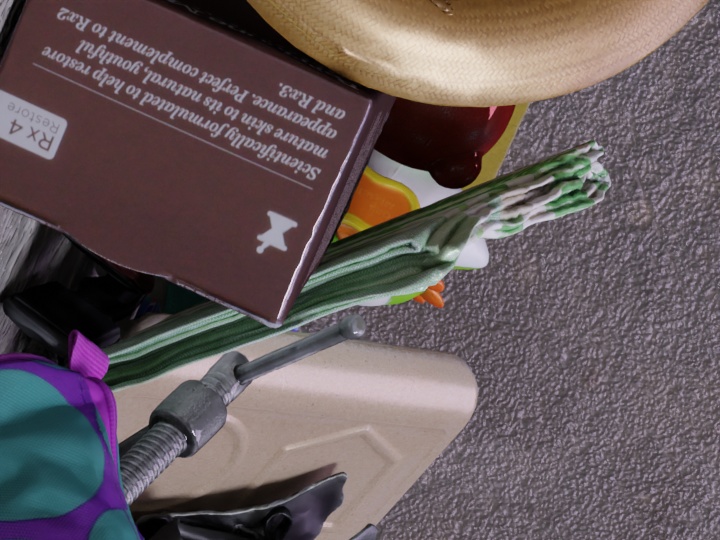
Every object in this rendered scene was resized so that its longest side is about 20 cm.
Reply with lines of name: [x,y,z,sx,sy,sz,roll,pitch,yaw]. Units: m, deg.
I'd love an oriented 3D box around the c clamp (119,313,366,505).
c clamp: [-0.106,0.090,0.835,0.200,0.027,0.171,-44,-170,-38]

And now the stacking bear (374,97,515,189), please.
stacking bear: [0.057,-0.131,0.991,0.201,0.121,0.114,-61,-172,-11]

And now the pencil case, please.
pencil case: [-0.072,0.117,0.692,0.092,0.200,0.085,-36,150,3]

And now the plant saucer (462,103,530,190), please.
plant saucer: [0.032,-0.168,1.241,0.201,0.048,0.200,64,-32,32]

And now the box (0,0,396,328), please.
box: [-0.047,-0.047,0.749,0.200,0.100,0.075,-67,-179,-80]

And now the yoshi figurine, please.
yoshi figurine: [-0.009,-0.039,1.126,0.200,0.112,0.113,104,-24,-76]

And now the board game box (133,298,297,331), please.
board game box: [-0.103,0.086,1.237,0.153,0.045,0.200,-66,-166,-8]

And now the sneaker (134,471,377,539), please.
sneaker: [-0.094,0.137,0.985,0.060,0.199,0.105,55,-47,37]

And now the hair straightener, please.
hair straightener: [-0.113,0.020,0.940,0.077,0.041,0.200,-54,-176,-2]

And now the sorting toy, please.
sorting toy: [-0.070,0.098,1.031,0.200,0.184,0.037,-54,-133,28]

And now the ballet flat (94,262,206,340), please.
ballet flat: [-0.086,0.022,1.057,0.067,0.070,0.201,-98,-159,-71]

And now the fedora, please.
fedora: [0.024,-0.140,0.697,0.082,0.200,0.201,0,-117,64]

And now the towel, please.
towel: [0.000,0.000,0.895,0.152,0.024,0.200,-20,-177,25]
